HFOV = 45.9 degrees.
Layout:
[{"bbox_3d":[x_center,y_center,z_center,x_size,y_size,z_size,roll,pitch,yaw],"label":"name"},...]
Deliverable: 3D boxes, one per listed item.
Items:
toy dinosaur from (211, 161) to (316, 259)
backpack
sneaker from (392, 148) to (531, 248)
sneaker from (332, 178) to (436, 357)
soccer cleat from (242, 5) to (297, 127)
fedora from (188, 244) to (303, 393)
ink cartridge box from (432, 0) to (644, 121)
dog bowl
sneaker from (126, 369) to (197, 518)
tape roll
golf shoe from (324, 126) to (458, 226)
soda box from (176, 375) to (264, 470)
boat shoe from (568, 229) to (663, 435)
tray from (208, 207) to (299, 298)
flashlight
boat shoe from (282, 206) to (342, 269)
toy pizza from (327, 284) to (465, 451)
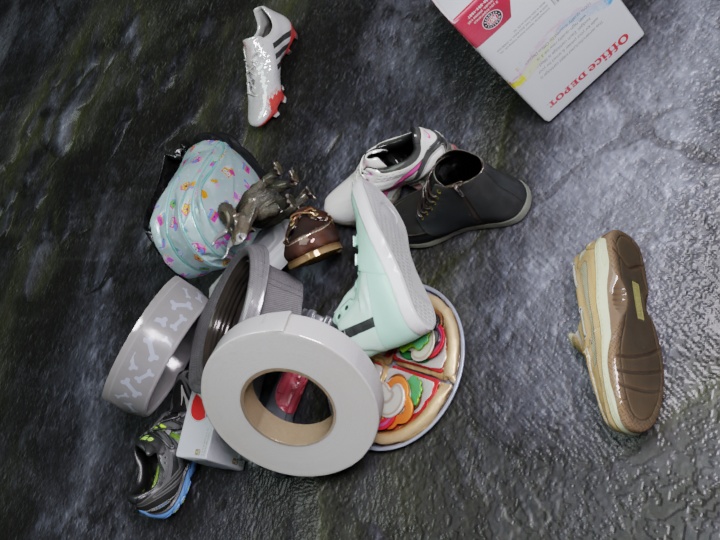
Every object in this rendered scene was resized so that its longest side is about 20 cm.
[{"bbox_3d":[-0.122,-0.085,1.103,0.102,0.200,0.077,-28,92,19],"label":"toy dinosaur"},{"bbox_3d":[-0.205,-0.086,1.163,0.126,0.167,0.201,-24,28,34],"label":"backpack"},{"bbox_3d":[0.085,-0.088,0.977,0.199,0.106,0.075,-13,60,37],"label":"sneaker"},{"bbox_3d":[0.000,0.000,0.968,0.118,0.074,0.201,-31,64,28],"label":"sneaker"},{"bbox_3d":[-0.155,-0.321,1.337,0.068,0.085,0.201,-5,65,40],"label":"soccer cleat"},{"bbox_3d":[-0.128,0.066,1.025,0.200,0.090,0.177,-54,27,34],"label":"fedora"},{"bbox_3d":[0.182,-0.297,0.935,0.145,0.200,0.145,-42,44,17],"label":"ink cartridge box"},{"bbox_3d":[-0.266,0.106,1.138,0.201,0.058,0.200,-62,0,-1],"label":"dog bowl"},{"bbox_3d":[-0.255,0.227,1.138,0.070,0.083,0.201,-3,63,42],"label":"sneaker"},{"bbox_3d":[-0.074,0.138,0.923,0.202,0.203,0.037,-30,21,28],"label":"tape roll"},{"bbox_3d":[0.022,-0.123,1.067,0.199,0.092,0.073,-28,53,31],"label":"golf shoe"},{"bbox_3d":[-0.175,0.154,1.115,0.063,0.068,0.201,-7,64,40],"label":"soda box"},{"bbox_3d":[0.233,0.063,0.802,0.076,0.071,0.201,-31,41,45],"label":"boat shoe"},{"bbox_3d":[-0.152,-0.006,1.197,0.200,0.022,0.108,-45,31,15],"label":"tray"},{"bbox_3d":[-0.083,0.147,1.038,0.067,0.068,0.201,20,81,19],"label":"flashlight"},{"bbox_3d":[-0.063,-0.042,1.033,0.070,0.200,0.071,-21,92,-1],"label":"boat shoe"},{"bbox_3d":[0.031,0.105,0.978,0.199,0.032,0.201,-21,55,34],"label":"toy pizza"}]
